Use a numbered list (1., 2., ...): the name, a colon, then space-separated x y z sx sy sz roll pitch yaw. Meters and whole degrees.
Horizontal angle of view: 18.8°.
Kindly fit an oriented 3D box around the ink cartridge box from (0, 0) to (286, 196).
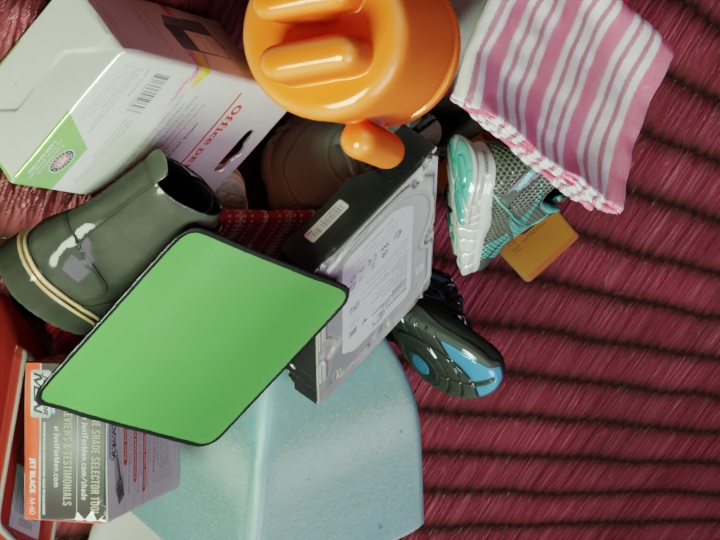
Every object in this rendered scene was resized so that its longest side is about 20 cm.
1. ink cartridge box: -0.143 -0.108 1.396 0.117 0.067 0.200 -47 155 19

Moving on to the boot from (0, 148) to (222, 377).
1. boot: -0.119 0.000 1.424 0.138 0.077 0.200 -33 149 23

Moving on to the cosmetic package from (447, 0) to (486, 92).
1. cosmetic package: 0.101 -0.218 1.582 0.151 0.052 0.200 -2 137 -53

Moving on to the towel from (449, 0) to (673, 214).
1. towel: 0.148 -0.142 1.533 0.200 0.030 0.146 33 71 -45

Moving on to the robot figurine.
1. robot figurine: -0.002 -0.153 1.424 0.117 0.144 0.200 -48 165 14

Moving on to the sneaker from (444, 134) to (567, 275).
1. sneaker: 0.112 -0.049 1.642 0.091 0.078 0.200 -8 166 -2

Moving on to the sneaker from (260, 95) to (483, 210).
1. sneaker: 0.009 -0.093 1.610 0.200 0.075 0.081 -26 -166 -40

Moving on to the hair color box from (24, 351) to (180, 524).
1. hair color box: -0.181 0.112 1.556 0.064 0.111 0.200 1 -179 8

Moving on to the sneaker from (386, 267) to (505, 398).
1. sneaker: 0.056 0.033 1.733 0.082 0.200 0.073 -33 130 -22

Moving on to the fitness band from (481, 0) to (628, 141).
1. fitness band: 0.155 -0.171 1.664 0.200 0.037 0.144 -55 -178 -39

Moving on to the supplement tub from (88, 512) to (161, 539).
1. supplement tub: -0.131 0.254 1.960 0.200 0.145 0.145 -8 142 -51

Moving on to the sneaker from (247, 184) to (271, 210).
1. sneaker: -0.027 -0.026 1.707 0.200 0.075 0.090 -11 143 -45

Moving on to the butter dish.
1. butter dish: -0.295 0.133 1.519 0.148 0.200 0.200 2 157 9

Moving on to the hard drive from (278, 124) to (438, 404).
1. hard drive: 0.000 0.000 1.584 0.140 0.038 0.200 -46 160 -24

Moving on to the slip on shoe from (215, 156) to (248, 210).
1. slip on shoe: -0.116 -0.028 1.582 0.074 0.061 0.200 -20 150 -14

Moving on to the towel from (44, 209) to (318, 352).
1. towel: -0.114 0.003 1.550 0.200 0.022 0.145 -2 141 -40

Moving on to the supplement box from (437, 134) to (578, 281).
1. supplement box: 0.127 -0.055 1.894 0.067 0.069 0.200 -42 158 3

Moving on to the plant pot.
1. plant pot: -0.071 0.113 1.758 0.196 0.196 0.200 -21 131 -36

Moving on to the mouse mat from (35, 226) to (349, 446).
1. mouse mat: -0.108 0.048 1.444 0.161 0.008 0.200 -47 147 13
